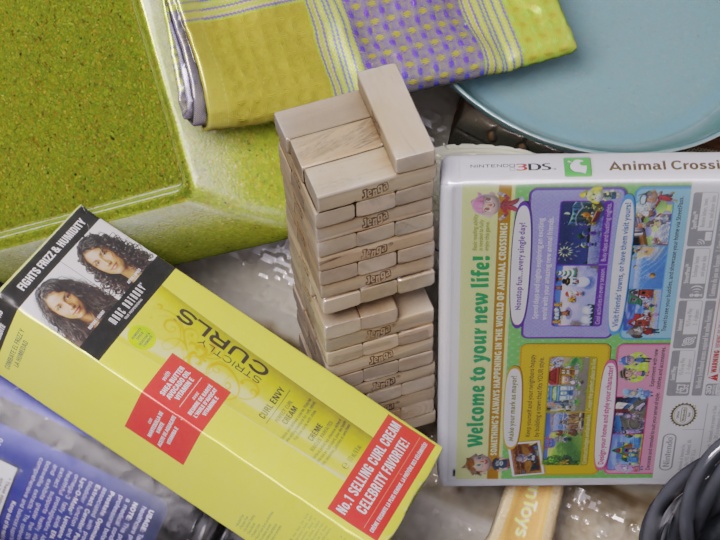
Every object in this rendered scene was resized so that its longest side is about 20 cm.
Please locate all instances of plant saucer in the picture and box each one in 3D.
[{"bbox_3d":[-0.136,-0.091,0.900,0.199,0.048,0.201,-12,97,32],"label":"plant saucer"},{"bbox_3d":[0.111,-0.134,0.938,0.199,0.027,0.201,4,60,-7],"label":"plant saucer"}]

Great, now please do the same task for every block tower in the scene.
[{"bbox_3d":[0.000,0.000,0.866,0.058,0.200,0.054,-16,53,-12],"label":"block tower"}]

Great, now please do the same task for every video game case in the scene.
[{"bbox_3d":[0.125,0.027,0.870,0.181,0.201,0.022,-1,45,1],"label":"video game case"}]

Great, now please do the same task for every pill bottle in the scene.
[{"bbox_3d":[-0.116,0.093,0.925,0.199,0.112,0.112,25,89,-1],"label":"pill bottle"}]

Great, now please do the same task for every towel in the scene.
[{"bbox_3d":[-0.004,-0.145,0.862,0.199,0.023,0.144,-12,86,-24],"label":"towel"}]

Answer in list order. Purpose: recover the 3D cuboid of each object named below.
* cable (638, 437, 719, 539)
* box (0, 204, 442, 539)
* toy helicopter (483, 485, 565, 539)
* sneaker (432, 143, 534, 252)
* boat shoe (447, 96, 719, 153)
[{"bbox_3d":[0.211,0.130,0.926,0.162,0.051,0.201,-8,128,12],"label":"cable"},{"bbox_3d":[-0.067,0.059,0.862,0.200,0.050,0.075,35,45,3],"label":"box"},{"bbox_3d":[0.083,0.151,0.950,0.132,0.079,0.201,16,77,5],"label":"toy helicopter"},{"bbox_3d":[0.102,0.014,0.929,0.199,0.111,0.077,14,49,-7],"label":"sneaker"},{"bbox_3d":[0.142,-0.051,0.958,0.199,0.076,0.074,20,62,-4],"label":"boat shoe"}]
